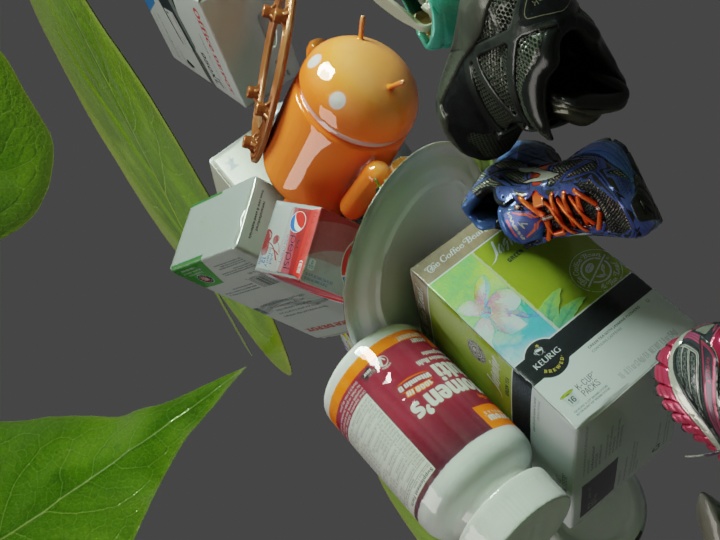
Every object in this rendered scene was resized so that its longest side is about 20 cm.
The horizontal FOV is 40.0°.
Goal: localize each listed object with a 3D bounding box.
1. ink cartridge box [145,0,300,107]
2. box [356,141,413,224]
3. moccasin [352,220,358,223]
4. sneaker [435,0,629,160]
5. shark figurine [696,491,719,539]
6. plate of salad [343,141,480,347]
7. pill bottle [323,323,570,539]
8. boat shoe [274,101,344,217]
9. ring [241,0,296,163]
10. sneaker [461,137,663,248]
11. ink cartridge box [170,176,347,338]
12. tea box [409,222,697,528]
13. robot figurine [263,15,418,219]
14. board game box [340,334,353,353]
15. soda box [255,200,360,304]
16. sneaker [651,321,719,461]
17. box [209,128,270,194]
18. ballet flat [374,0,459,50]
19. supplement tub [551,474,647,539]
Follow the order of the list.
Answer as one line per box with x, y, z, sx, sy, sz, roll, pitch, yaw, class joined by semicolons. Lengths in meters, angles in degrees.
-0.170;-0.294;1.133;0.200;0.084;0.145;38;159;45;ink cartridge box
0.047;-0.055;1.063;0.201;0.050;0.158;54;165;0;box
0.021;-0.017;1.174;0.202;0.078;0.074;55;166;-3;moccasin
0.112;-0.114;0.670;0.115;0.076;0.200;55;162;21;sneaker
0.355;0.300;0.834;0.214;0.089;0.129;44;164;41;shark figurine
0.044;-0.017;0.863;0.048;0.200;0.201;23;150;33;plate of salad
0.067;0.144;0.797;0.200;0.109;0.110;44;163;33;pill bottle
-0.051;-0.085;1.056;0.071;0.072;0.201;35;158;42;boat shoe
-0.089;-0.203;0.947;0.019;0.202;0.200;10;180;-13;ring
0.143;-0.046;0.723;0.076;0.078;0.200;57;165;-16;sneaker
-0.076;-0.007;1.049;0.199;0.084;0.146;28;155;-30;ink cartridge box
0.158;0.075;0.841;0.197;0.133;0.201;44;162;31;tea box
-0.020;-0.131;0.904;0.116;0.144;0.200;27;137;-7;robot figurine
0.070;0.111;1.259;0.200;0.105;0.103;46;164;32;board game box
0.000;0.000;0.919;0.063;0.071;0.199;11;172;44;soda box
0.284;0.124;0.670;0.200;0.081;0.075;49;153;5;sneaker
-0.107;-0.096;1.301;0.109;0.128;0.200;49;165;16;box
0.015;-0.240;0.700;0.201;0.070;0.067;54;166;2;ballet flat
0.236;0.279;1.084;0.123;0.122;0.200;47;164;22;supplement tub
